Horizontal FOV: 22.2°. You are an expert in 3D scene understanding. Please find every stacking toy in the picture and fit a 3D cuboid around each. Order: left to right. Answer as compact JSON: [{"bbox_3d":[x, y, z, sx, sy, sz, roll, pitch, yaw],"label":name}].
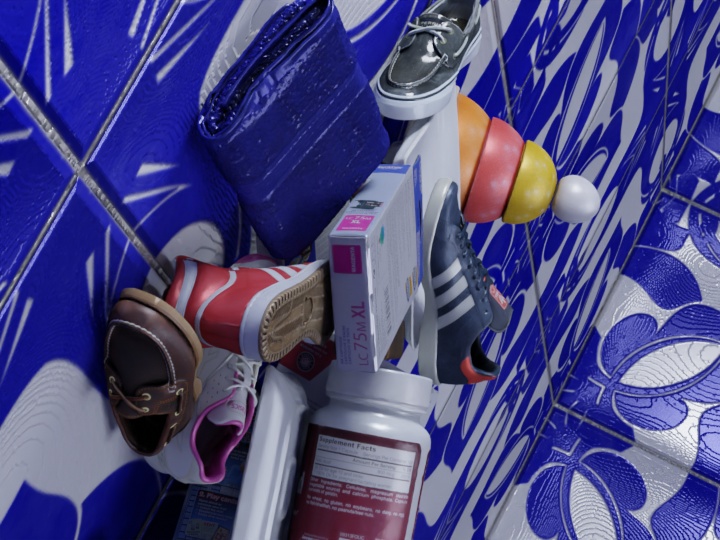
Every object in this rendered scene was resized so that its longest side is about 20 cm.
[{"bbox_3d":[0.150,-0.092,1.887,0.146,0.198,0.148,20,90,-90],"label":"stacking toy"}]

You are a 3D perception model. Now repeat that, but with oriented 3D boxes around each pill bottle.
[{"bbox_3d":[0.001,0.188,1.656,0.114,0.113,0.202,29,71,-75],"label":"pill bottle"}]

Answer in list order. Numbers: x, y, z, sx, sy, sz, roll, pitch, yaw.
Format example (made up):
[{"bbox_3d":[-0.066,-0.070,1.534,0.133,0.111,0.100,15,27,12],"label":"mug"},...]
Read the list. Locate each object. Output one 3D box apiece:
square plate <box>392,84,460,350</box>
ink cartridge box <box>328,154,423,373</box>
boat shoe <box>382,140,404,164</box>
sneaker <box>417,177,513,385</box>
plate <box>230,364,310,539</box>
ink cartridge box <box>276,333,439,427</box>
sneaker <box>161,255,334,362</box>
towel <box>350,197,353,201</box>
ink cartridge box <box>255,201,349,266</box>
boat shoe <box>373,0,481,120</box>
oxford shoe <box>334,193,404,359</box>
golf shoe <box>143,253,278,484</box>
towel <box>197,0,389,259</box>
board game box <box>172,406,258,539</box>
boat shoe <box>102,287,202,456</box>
[{"bbox_3d":[0.060,-0.059,1.735,0.200,0.028,0.200,-61,152,-56],"label":"square plate"},{"bbox_3d":[0.016,-0.011,1.538,0.200,0.041,0.121,-55,145,-62],"label":"ink cartridge box"},{"bbox_3d":[0.015,-0.033,1.833,0.066,0.073,0.202,-20,124,-48],"label":"boat shoe"},{"bbox_3d":[0.100,0.012,1.689,0.075,0.083,0.202,-55,147,-60],"label":"sneaker"},{"bbox_3d":[-0.077,0.188,1.606,0.200,0.032,0.202,54,48,-83],"label":"plate"},{"bbox_3d":[-0.033,0.173,1.792,0.085,0.147,0.202,18,98,-51],"label":"ink cartridge box"},{"bbox_3d":[-0.088,0.023,1.458,0.200,0.111,0.072,-19,117,-70],"label":"sneaker"},{"bbox_3d":[-0.021,-0.034,1.693,0.150,0.031,0.200,-61,154,-1],"label":"towel"},{"bbox_3d":[-0.049,-0.056,1.555,0.095,0.037,0.202,-39,144,-37],"label":"ink cartridge box"},{"bbox_3d":[0.062,-0.209,1.716,0.200,0.071,0.072,-58,155,-53],"label":"boat shoe"},{"bbox_3d":[0.000,0.000,1.665,0.071,0.070,0.202,-119,-156,-58],"label":"oxford shoe"},{"bbox_3d":[-0.106,0.086,1.515,0.075,0.091,0.202,24,90,-38],"label":"golf shoe"},{"bbox_3d":[-0.053,-0.110,1.431,0.148,0.049,0.200,-49,150,-13],"label":"towel"},{"bbox_3d":[-0.126,0.232,1.681,0.200,0.061,0.202,91,12,-69],"label":"board game box"},{"bbox_3d":[-0.160,0.083,1.391,0.071,0.070,0.201,-59,164,-23],"label":"boat shoe"}]
